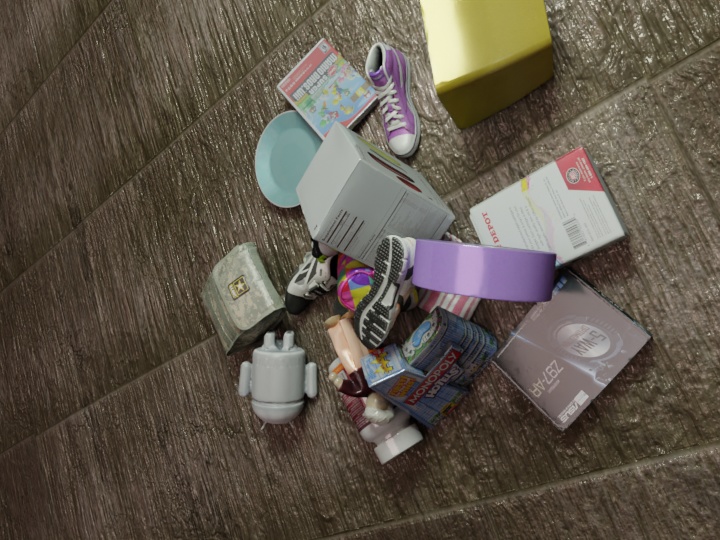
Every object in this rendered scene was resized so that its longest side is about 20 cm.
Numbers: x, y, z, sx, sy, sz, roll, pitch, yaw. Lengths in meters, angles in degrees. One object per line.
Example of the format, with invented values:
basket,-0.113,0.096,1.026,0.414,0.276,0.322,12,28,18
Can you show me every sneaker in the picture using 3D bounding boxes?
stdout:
sneaker,0.050,-0.314,1.014,0.071,0.113,0.206,-12,84,30
sneaker,-0.086,0.019,1.123,0.088,0.073,0.203,39,110,28
sneaker,-0.074,-0.094,1.068,0.083,0.071,0.202,-42,31,26
sneaker,0.051,0.039,0.870,0.073,0.079,0.204,40,122,32
sneaker,0.012,0.060,1.038,0.197,0.084,0.076,-17,95,40

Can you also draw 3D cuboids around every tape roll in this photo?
tape roll,0.173,-0.003,0.783,0.196,0.198,0.068,8,94,32

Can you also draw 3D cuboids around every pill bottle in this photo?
pill bottle,0.029,0.245,1.026,0.109,0.109,0.203,-40,70,26

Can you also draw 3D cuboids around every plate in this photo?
plate,-0.147,-0.235,1.177,0.196,0.025,0.206,0,90,33

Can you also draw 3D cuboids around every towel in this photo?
towel,0.136,0.004,1.006,0.198,0.030,0.149,33,108,28

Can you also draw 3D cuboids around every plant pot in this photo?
plant pot,0.206,-0.369,0.875,0.172,0.199,0.206,-11,84,21

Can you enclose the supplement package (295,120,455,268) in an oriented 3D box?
supplement package,0.019,-0.118,0.941,0.148,0.197,0.192,-55,30,19

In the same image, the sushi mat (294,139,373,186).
sushi mat,-0.059,-0.219,1.142,0.196,0.012,0.099,6,95,33

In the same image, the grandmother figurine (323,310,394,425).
grandmother figurine,-0.001,0.173,0.958,0.203,0.119,0.061,63,155,16

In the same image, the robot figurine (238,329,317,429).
robot figurine,-0.172,0.230,1.154,0.165,0.113,0.206,1,91,-1

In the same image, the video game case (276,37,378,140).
video game case,-0.068,-0.363,1.122,0.143,0.017,0.201,-43,68,6

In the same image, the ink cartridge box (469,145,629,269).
ink cartridge box,0.293,-0.076,0.871,0.198,0.082,0.149,-28,77,29

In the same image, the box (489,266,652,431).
box,0.326,0.123,0.873,0.160,0.043,0.202,45,112,25

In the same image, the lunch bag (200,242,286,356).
lunch bag,-0.247,0.059,1.177,0.200,0.116,0.166,-48,65,44

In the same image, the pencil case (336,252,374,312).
pencil case,0.000,0.000,0.993,0.086,0.201,0.091,-2,114,-4

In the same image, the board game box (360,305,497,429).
board game box,0.108,0.163,0.922,0.201,0.197,0.062,-50,38,22
